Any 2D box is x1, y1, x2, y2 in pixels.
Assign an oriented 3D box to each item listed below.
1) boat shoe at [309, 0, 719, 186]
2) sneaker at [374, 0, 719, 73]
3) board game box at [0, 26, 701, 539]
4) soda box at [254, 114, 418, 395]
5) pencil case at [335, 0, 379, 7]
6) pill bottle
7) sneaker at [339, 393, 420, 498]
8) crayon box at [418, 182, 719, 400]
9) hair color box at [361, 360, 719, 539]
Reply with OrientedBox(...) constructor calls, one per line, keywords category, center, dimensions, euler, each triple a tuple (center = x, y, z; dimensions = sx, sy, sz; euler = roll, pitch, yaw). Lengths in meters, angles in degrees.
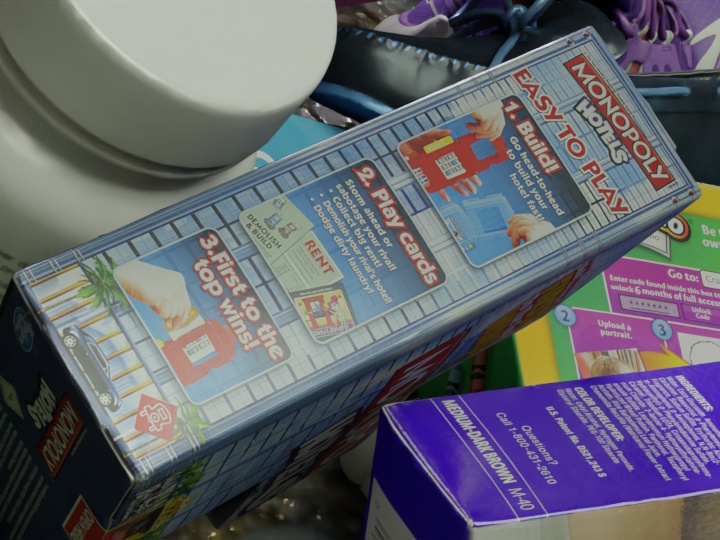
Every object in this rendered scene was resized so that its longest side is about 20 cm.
OrientedBox(category="boat shoe", center=(0.065, -0.067, 0.969), dimensions=(0.199, 0.084, 0.069), euler=(12, 98, -41))
OrientedBox(category="sneaker", center=(0.098, -0.091, 1.065), dimensions=(0.199, 0.083, 0.081), euler=(-11, 68, -45))
OrientedBox(category="board game box", center=(-0.013, 0.016, 0.755), dimensions=(0.199, 0.200, 0.062), euler=(-28, 79, -23))
OrientedBox(category="soda box", center=(0.000, 0.000, 0.928), dimensions=(0.199, 0.064, 0.068), euler=(14, 52, -32))
OrientedBox(category="pencil case", center=(0.014, -0.138, 0.936), dimensions=(0.199, 0.094, 0.091), euler=(-12, 47, 2))
OrientedBox(category="pill bottle", center=(-0.100, -0.031, 0.761), dimensions=(0.113, 0.200, 0.114), euler=(22, 48, -27))
OrientedBox(category="sneaker", center=(0.087, 0.082, 0.937), dimensions=(0.199, 0.074, 0.080), euler=(-5, 65, -30))
OrientedBox(category="crayon box", center=(0.116, 0.035, 0.891), dimensions=(0.199, 0.058, 0.119), euler=(9, 54, -27))
OrientedBox(category="hair color box", center=(0.099, 0.087, 0.769), dimensions=(0.199, 0.110, 0.065), euler=(-7, 33, -24))
